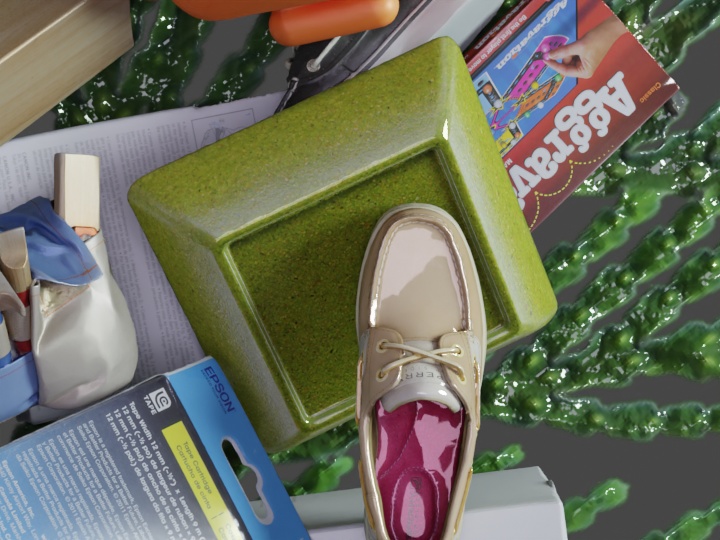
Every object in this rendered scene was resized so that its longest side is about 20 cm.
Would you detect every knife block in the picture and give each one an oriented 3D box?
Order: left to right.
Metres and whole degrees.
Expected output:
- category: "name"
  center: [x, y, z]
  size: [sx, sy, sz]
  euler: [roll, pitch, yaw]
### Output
- category: "knife block"
  center: [-0.226, -0.088, 1.189]
  size: [0.200, 0.064, 0.176]
  euler: [-2, 53, -2]

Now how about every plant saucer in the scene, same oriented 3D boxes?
- category: "plant saucer"
  center: [0.000, 0.000, 1.218]
  size: [0.200, 0.048, 0.200]
  euler: [-25, 121, -2]

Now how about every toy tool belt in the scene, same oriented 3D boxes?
- category: "toy tool belt"
  center: [-0.213, 0.019, 1.140]
  size: [0.200, 0.125, 0.123]
  euler: [-25, 124, -31]

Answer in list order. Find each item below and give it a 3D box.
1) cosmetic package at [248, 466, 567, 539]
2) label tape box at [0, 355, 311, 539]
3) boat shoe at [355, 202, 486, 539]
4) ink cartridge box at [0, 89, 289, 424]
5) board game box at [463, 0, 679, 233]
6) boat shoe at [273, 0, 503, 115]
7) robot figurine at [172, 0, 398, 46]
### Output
- category: "cosmetic package"
  center: [0.017, 0.169, 1.251]
  size: [0.200, 0.113, 0.081]
  euler: [-5, 96, 1]
- category: "label tape box"
  center: [-0.128, 0.145, 1.142]
  size: [0.066, 0.200, 0.143]
  euler: [-31, 85, 43]
- category: "boat shoe"
  center: [0.034, 0.064, 1.157]
  size: [0.074, 0.069, 0.200]
  euler: [-2, 92, -2]
- category: "ink cartridge box"
  center: [-0.117, -0.010, 1.270]
  size: [0.200, 0.057, 0.163]
  euler: [-13, 96, -21]
- category: "board game box"
  center: [0.079, -0.072, 1.263]
  size: [0.200, 0.019, 0.103]
  euler: [-45, 111, 2]
- category: "boat shoe"
  center: [-0.007, -0.111, 1.246]
  size: [0.200, 0.071, 0.064]
  euler: [-44, 72, -1]
- category: "robot figurine"
  center: [-0.039, -0.197, 1.173]
  size: [0.200, 0.117, 0.144]
  euler: [-7, 88, 30]
